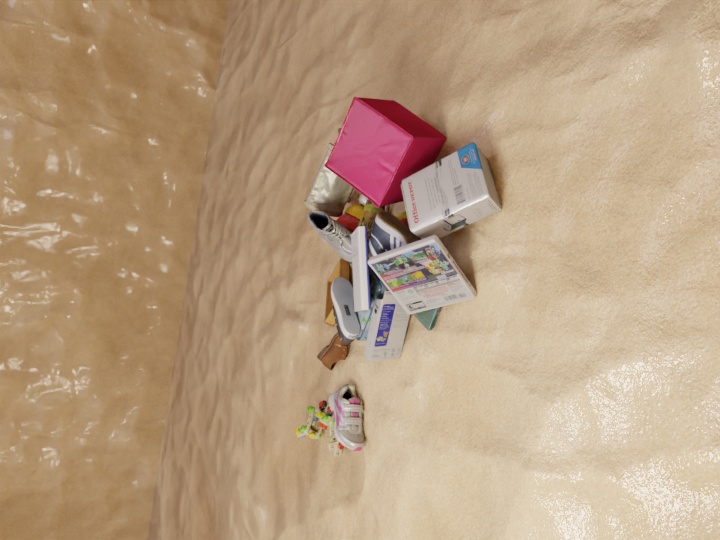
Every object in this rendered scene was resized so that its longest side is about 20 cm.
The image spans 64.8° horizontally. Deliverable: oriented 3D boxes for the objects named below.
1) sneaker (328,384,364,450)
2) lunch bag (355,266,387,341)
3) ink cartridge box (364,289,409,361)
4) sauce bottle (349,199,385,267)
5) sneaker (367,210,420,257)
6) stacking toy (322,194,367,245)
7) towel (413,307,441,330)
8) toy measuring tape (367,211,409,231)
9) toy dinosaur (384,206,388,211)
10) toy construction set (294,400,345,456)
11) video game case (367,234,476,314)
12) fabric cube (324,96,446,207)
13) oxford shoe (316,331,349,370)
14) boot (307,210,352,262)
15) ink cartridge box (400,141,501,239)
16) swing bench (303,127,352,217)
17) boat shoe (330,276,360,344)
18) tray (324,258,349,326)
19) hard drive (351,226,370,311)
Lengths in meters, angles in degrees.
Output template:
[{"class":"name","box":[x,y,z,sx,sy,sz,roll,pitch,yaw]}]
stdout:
[{"class":"sneaker","box":[-0.032,0.403,1.582,0.089,0.080,0.202,-58,39,33]},{"class":"lunch bag","box":[0.033,0.078,1.545,0.162,0.081,0.203,-115,39,-49]},{"class":"ink cartridge box","box":[0.074,0.132,1.445,0.039,0.098,0.204,40,123,52]},{"class":"sauce bottle","box":[0.019,-0.102,1.608,0.064,0.064,0.204,-10,60,55]},{"class":"sneaker","box":[0.096,-0.043,1.371,0.200,0.069,0.110,45,128,25]},{"class":"stacking toy","box":[-0.013,-0.143,1.688,0.145,0.145,0.203,21,81,57]},{"class":"towel","box":[0.155,0.040,1.442,0.200,0.021,0.149,44,118,54]},{"class":"toy measuring tape","box":[0.089,-0.103,1.502,0.197,0.073,0.075,-25,57,20]},{"class":"toy dinosaur","box":[0.081,-0.104,1.579,0.105,0.060,0.202,-35,53,17]},{"class":"toy construction set","box":[-0.108,0.461,1.675,0.198,0.092,0.133,13,68,50]},{"class":"video game case","box":[0.140,0.016,1.308,0.198,0.183,0.023,-17,32,41]},{"class":"fabric cube","box":[0.064,-0.302,1.445,0.195,0.198,0.202,39,119,18]},{"class":"oxford shoe","box":[-0.053,0.223,1.694,0.071,0.071,0.201,48,126,17]},{"class":"boot","box":[-0.068,-0.095,1.554,0.199,0.095,0.074,33,86,33]},{"class":"ink cartridge box","box":[0.205,-0.175,1.301,0.197,0.085,0.149,-25,59,29]},{"class":"swing bench","box":[-0.061,-0.285,1.690,0.201,0.128,0.201,-62,6,28]},{"class":"boat shoe","box":[-0.047,0.112,1.554,0.067,0.069,0.203,-59,38,42]},{"class":"tray","box":[-0.069,0.064,1.711,0.099,0.036,0.202,-58,17,32]},{"class":"hard drive","box":[0.000,0.000,1.448,0.132,0.025,0.205,148,120,-79]}]
